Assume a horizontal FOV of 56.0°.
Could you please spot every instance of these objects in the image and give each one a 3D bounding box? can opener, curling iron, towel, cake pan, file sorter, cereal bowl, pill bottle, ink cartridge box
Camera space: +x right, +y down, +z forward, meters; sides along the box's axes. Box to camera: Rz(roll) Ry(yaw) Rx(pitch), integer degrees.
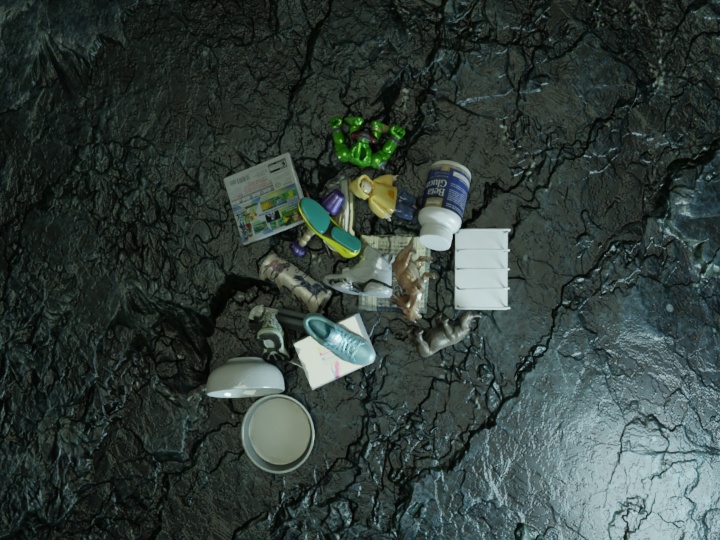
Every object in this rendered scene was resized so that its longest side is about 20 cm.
[{"bbox_3d":[-0.202,0.130,1.757,0.195,0.053,0.068,6,130,23],"label":"can opener"},{"bbox_3d":[-0.122,-0.125,1.778,0.049,0.026,0.203,-29,88,13],"label":"curling iron"},{"bbox_3d":[0.086,0.005,1.763,0.187,0.035,0.206,2,92,7],"label":"towel"},{"bbox_3d":[-0.215,0.425,1.776,0.194,0.037,0.207,0,90,4],"label":"cake pan"},{"bbox_3d":[0.307,-0.002,1.695,0.134,0.125,0.206,0,90,5],"label":"file sorter"},{"bbox_3d":[-0.290,0.269,1.711,0.194,0.201,0.086,-5,73,4],"label":"cereal bowl"},{"bbox_3d":[0.204,-0.159,1.680,0.108,0.112,0.205,13,70,4],"label":"pill bottle"},{"bbox_3d":[-0.074,0.207,1.721,0.196,0.129,0.128,-25,88,5],"label":"ink cartridge box"}]

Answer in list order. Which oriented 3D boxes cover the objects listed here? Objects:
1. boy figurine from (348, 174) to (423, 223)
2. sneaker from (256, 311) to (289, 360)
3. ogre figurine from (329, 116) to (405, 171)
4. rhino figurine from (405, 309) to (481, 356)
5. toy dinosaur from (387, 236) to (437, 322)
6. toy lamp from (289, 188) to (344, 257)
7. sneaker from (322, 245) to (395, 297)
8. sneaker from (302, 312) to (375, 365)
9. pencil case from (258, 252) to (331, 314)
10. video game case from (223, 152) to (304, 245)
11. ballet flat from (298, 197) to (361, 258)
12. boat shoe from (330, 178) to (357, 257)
[{"bbox_3d":[0.066,-0.193,1.718,0.196,0.064,0.127,22,71,-15],"label":"boy figurine"},{"bbox_3d":[-0.215,0.169,1.714,0.075,0.201,0.091,4,61,0],"label":"sneaker"},{"bbox_3d":[0.006,-0.325,1.735,0.195,0.098,0.123,16,79,-7],"label":"ogre figurine"},{"bbox_3d":[0.219,0.156,1.730,0.196,0.060,0.089,-24,113,3],"label":"rhino figurine"},{"bbox_3d":[0.116,0.020,1.707,0.134,0.084,0.205,-29,68,42],"label":"toy dinosaur"},{"bbox_3d":[-0.109,-0.121,1.724,0.058,0.058,0.201,39,115,4],"label":"toy lamp"},{"bbox_3d":[0.000,0.000,1.722,0.195,0.075,0.118,7,78,29],"label":"sneaker"},{"bbox_3d":[-0.056,0.169,1.614,0.196,0.082,0.075,27,92,4],"label":"sneaker"},{"bbox_3d":[-0.169,0.038,1.755,0.198,0.090,0.078,34,58,3],"label":"pencil case"},{"bbox_3d":[-0.246,-0.187,1.777,0.195,0.022,0.187,-19,88,12],"label":"video game case"},{"bbox_3d":[-0.086,-0.098,1.673,0.199,0.067,0.068,38,55,-16],"label":"ballet flat"},{"bbox_3d":[-0.045,-0.136,1.747,0.066,0.075,0.206,-3,83,9],"label":"boat shoe"}]
